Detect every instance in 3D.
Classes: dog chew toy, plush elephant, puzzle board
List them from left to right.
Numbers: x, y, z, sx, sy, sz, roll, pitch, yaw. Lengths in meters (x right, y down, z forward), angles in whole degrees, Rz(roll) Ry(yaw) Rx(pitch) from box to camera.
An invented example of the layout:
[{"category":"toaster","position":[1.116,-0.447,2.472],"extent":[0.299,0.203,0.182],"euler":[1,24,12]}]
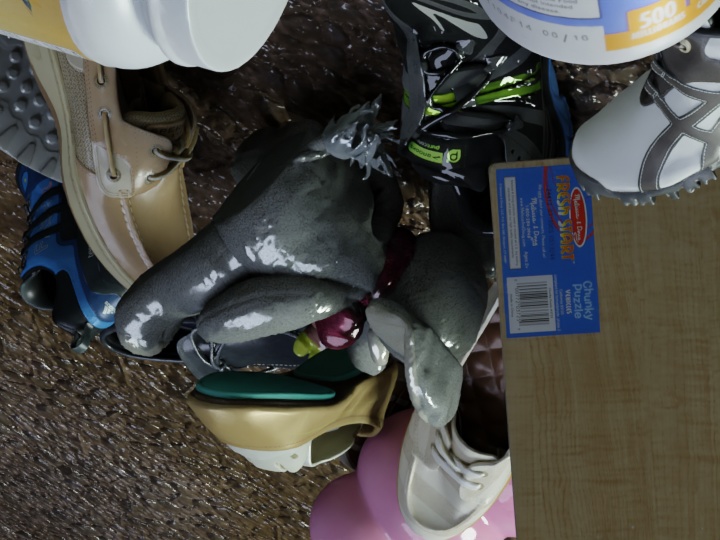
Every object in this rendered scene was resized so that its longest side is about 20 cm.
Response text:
[{"category":"plush elephant","position":[0.000,0.000,1.103],"extent":[0.155,0.165,0.200],"euler":[45,142,-15]},{"category":"dog chew toy","position":[0.055,0.129,1.268],"extent":[0.125,0.200,0.125],"euler":[56,-175,-8]},{"category":"puzzle board","position":[0.143,0.042,0.982],"extent":[0.150,0.201,0.017],"euler":[-5,180,1]}]

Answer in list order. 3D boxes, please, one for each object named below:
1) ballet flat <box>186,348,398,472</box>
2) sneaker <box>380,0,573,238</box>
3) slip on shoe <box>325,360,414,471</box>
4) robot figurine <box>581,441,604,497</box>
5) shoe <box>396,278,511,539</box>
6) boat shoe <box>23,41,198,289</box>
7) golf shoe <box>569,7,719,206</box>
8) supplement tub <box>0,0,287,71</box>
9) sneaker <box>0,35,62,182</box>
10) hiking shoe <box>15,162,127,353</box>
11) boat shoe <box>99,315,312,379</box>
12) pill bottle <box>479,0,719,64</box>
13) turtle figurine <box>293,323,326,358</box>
[{"category":"ballet flat","position":[-0.033,0.084,1.163],"extent":[0.068,0.063,0.200],"euler":[11,-170,27]},{"category":"sneaker","position":[0.052,-0.086,0.987],"extent":[0.071,0.083,0.200],"euler":[12,151,28]},{"category":"slip on shoe","position":[0.017,0.094,1.356],"extent":[0.061,0.076,0.200],"euler":[40,-175,27]},{"category":"robot figurine","position":[0.163,0.058,1.053],"extent":[0.150,0.201,0.125],"euler":[-19,179,0]},{"category":"shoe","position":[0.068,0.071,1.166],"extent":[0.070,0.200,0.053],"euler":[29,-160,13]},{"category":"boat shoe","position":[-0.126,-0.074,1.137],"extent":[0.064,0.071,0.201],"euler":[-4,118,30]},{"category":"golf shoe","position":[0.153,-0.095,0.892],"extent":[0.094,0.078,0.200],"euler":[41,140,-22]},{"category":"supplement tub","position":[-0.135,-0.173,0.924],"extent":[0.199,0.145,0.145],"euler":[17,154,19]},{"category":"sneaker","position":[-0.227,-0.121,1.219],"extent":[0.200,0.077,0.080],"euler":[39,164,-16]},{"category":"hiking shoe","position":[-0.187,-0.022,1.279],"extent":[0.074,0.087,0.200],"euler":[50,173,-30]},{"category":"boat shoe","position":[-0.094,0.045,1.408],"extent":[0.199,0.062,0.075],"euler":[10,149,28]},{"category":"pill bottle","position":[0.080,-0.176,0.750],"extent":[0.112,0.112,0.200],"euler":[16,154,21]},{"category":"turtle figurine","position":[-0.040,0.003,1.270],"extent":[0.199,0.065,0.161],"euler":[19,163,-5]}]
